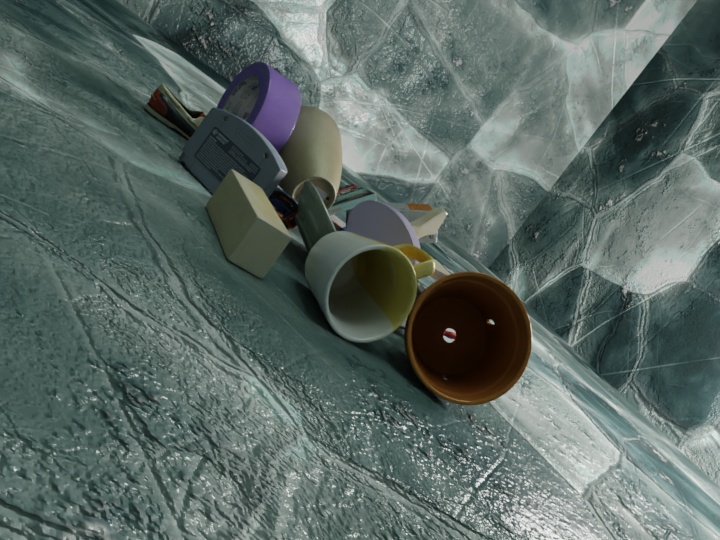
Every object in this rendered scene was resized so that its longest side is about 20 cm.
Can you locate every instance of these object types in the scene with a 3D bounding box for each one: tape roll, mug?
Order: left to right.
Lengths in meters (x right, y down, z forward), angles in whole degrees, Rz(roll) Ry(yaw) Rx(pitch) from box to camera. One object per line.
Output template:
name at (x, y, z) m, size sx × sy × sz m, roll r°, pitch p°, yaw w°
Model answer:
tape roll at (-0.217, -0.315, 1.518) m, size 0.085 × 0.201 × 0.200 m, roll 28°, pitch 13°, yaw -37°
mug at (0.001, 0.015, 1.141) m, size 0.185 × 0.151 × 0.153 m, roll 16°, pitch 11°, yaw -30°

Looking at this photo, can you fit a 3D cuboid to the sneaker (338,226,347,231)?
sneaker at (0.033, -0.057, 1.566) m, size 0.199 × 0.078 × 0.066 m, roll 32°, pitch 19°, yaw -45°

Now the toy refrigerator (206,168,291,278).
toy refrigerator at (-0.169, -0.073, 1.114) m, size 0.070 × 0.076 × 0.200 m, roll 31°, pitch 11°, yaw -31°

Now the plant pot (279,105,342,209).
plant pot at (-0.112, -0.209, 1.548) m, size 0.186 × 0.187 × 0.201 m, roll 30°, pitch 26°, yaw -34°

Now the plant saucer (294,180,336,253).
plant saucer at (-0.073, -0.056, 1.311) m, size 0.200 × 0.050 × 0.202 m, roll 156°, pitch -89°, yaw -83°

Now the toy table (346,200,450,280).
toy table at (0.075, -0.046, 1.385) m, size 0.116 × 0.184 × 0.201 m, roll 8°, pitch 42°, yaw -44°

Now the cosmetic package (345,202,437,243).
cosmetic package at (0.068, -0.109, 1.650) m, size 0.197 × 0.072 × 0.102 m, roll 1°, pitch 15°, yaw -4°

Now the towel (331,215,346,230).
towel at (-0.035, -0.070, 1.687) m, size 0.190 × 0.032 × 0.200 m, roll 37°, pitch 13°, yaw -10°

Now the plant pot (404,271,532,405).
plant pot at (0.158, 0.105, 1.196) m, size 0.199 × 0.201 × 0.140 m, roll 37°, pitch -6°, yaw -4°

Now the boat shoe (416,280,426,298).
boat shoe at (0.091, 0.040, 1.494) m, size 0.203 × 0.073 × 0.063 m, roll 59°, pitch 29°, yaw 10°

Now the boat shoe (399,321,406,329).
boat shoe at (0.043, 0.062, 1.325) m, size 0.069 × 0.072 × 0.199 m, roll 10°, pitch -8°, yaw 42°

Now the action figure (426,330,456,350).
action figure at (0.157, 0.133, 1.355) m, size 0.098 × 0.066 × 0.200 m, roll 27°, pitch 8°, yaw 11°

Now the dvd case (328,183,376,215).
dvd case at (-0.058, -0.155, 1.654) m, size 0.200 × 0.144 × 0.022 m, roll -145°, pitch -142°, yaw -71°

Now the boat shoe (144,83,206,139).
boat shoe at (-0.354, -0.311, 1.562) m, size 0.199 × 0.063 × 0.071 m, roll 34°, pitch 9°, yaw -30°

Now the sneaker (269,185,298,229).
sneaker at (-0.191, -0.152, 1.441) m, size 0.200 × 0.075 × 0.078 m, roll 47°, pitch 2°, yaw 3°

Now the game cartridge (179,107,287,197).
game cartridge at (-0.219, -0.190, 1.292) m, size 0.200 × 0.134 × 0.041 m, roll 43°, pitch 12°, yaw 25°
